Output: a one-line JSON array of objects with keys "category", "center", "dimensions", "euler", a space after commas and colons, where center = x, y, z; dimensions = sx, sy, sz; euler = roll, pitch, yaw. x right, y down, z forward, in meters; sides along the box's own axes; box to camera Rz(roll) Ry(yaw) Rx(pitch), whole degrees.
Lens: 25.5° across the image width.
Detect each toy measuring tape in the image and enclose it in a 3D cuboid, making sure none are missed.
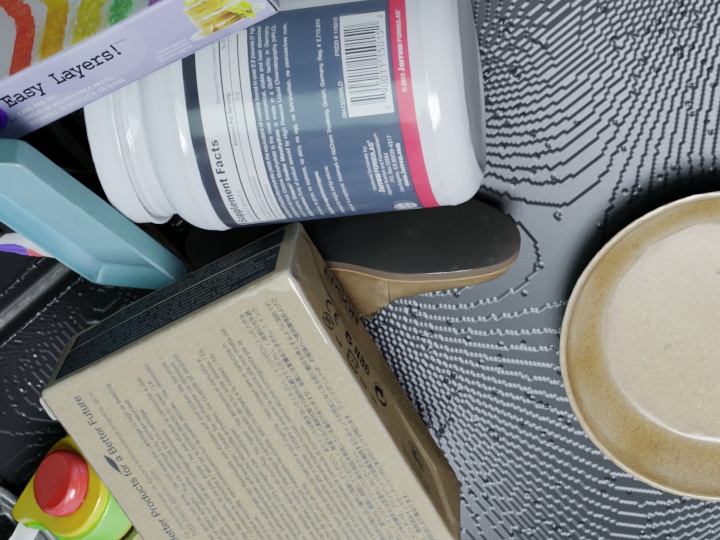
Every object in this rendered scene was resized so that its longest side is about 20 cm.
[{"category": "toy measuring tape", "center": [-0.193, 0.172, 1.023], "dimensions": [0.073, 0.074, 0.201], "euler": [32, 101, -7]}]

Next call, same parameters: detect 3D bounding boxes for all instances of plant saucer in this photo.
[{"category": "plant saucer", "center": [0.218, 0.042, 0.947], "dimensions": [0.198, 0.035, 0.202], "euler": [3, 113, 6]}, {"category": "plant saucer", "center": [-0.159, -0.028, 0.854], "dimensions": [0.069, 0.200, 0.019], "euler": [6, 73, 22]}]

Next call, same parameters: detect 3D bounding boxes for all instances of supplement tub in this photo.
[{"category": "supplement tub", "center": [-0.037, -0.097, 0.865], "dimensions": [0.198, 0.141, 0.142], "euler": [-5, 112, 10]}]

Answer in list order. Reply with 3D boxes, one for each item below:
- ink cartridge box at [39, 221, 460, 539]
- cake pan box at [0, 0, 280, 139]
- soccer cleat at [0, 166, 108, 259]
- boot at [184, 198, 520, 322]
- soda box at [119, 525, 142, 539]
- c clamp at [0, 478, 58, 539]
[{"category": "ink cartridge box", "center": [-0.057, 0.098, 0.910], "dimensions": [0.164, 0.075, 0.201], "euler": [-25, 112, 15]}, {"category": "cake pan box", "center": [-0.144, -0.184, 0.831], "dimensions": [0.183, 0.201, 0.052], "euler": [-20, 150, 15]}, {"category": "soccer cleat", "center": [-0.220, -0.044, 0.891], "dimensions": [0.073, 0.200, 0.069], "euler": [8, 86, 24]}, {"category": "boot", "center": [0.000, 0.000, 0.951], "dimensions": [0.198, 0.074, 0.076], "euler": [-3, 131, 13]}, {"category": "soda box", "center": [-0.086, 0.139, 1.011], "dimensions": [0.064, 0.068, 0.200], "euler": [37, 113, -9]}, {"category": "c clamp", "center": [-0.297, 0.191, 1.084], "dimensions": [0.198, 0.027, 0.172], "euler": [-12, 112, 11]}]
